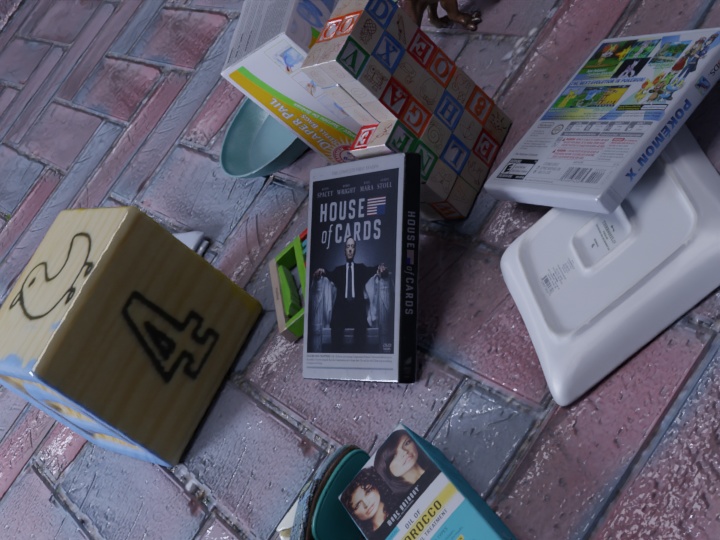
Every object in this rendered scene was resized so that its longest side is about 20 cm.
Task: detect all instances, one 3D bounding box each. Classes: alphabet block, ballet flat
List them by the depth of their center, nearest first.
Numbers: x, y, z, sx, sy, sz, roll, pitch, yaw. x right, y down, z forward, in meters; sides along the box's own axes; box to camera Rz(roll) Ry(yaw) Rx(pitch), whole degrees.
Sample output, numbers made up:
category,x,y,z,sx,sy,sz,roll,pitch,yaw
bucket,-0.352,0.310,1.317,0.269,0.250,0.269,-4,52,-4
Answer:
category,x,y,z,sx,sy,sz,roll,pitch,yaw
ballet flat,-0.044,0.231,1.089,0.074,0.074,0.201,-20,41,42
alphabet block,-0.260,0.068,1.447,0.195,0.196,0.201,2,58,53

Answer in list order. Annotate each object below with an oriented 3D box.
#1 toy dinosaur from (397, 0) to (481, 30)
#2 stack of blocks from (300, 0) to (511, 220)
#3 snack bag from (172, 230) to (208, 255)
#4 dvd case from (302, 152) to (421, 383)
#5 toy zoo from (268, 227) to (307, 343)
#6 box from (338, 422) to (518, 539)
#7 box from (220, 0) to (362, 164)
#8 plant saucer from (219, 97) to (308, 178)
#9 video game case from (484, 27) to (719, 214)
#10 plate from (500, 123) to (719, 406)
category,x,y,z,sx,sy,sz,roll,pitch,yaw
toy dinosaur,0.087,-0.337,1.462,0.200,0.135,0.086,-47,30,10
stack of blocks,0.040,-0.151,1.260,0.058,0.200,0.116,-1,55,53
snack bag,-0.283,0.036,1.690,0.199,0.021,0.190,-2,56,53
dvd case,0.000,0.000,1.238,0.150,0.025,0.202,-4,84,53
toy zoo,-0.013,-0.030,1.383,0.200,0.020,0.132,-42,31,17
box,0.058,0.197,1.008,0.082,0.049,0.200,-50,30,2
box,-0.030,-0.203,1.415,0.101,0.200,0.113,-23,41,40
plant saucer,-0.091,-0.186,1.647,0.199,0.036,0.201,-34,34,27
video game case,0.207,-0.127,1.136,0.183,0.022,0.200,-50,20,-9
plate,0.198,-0.019,1.067,0.200,0.032,0.200,-42,32,18
